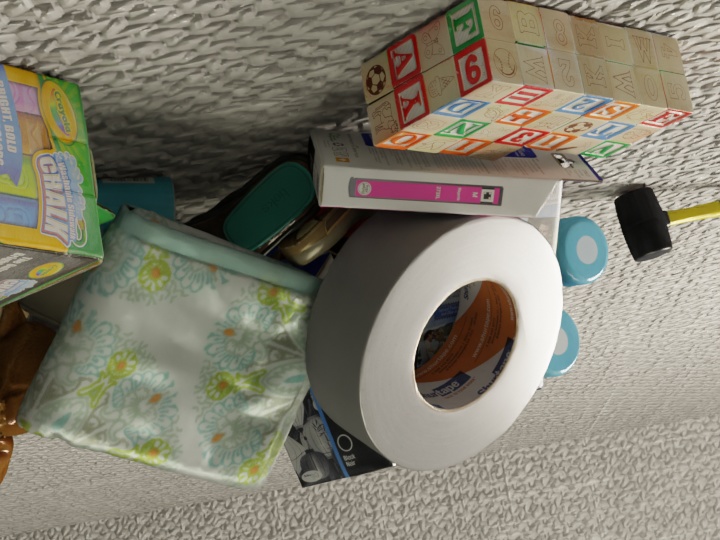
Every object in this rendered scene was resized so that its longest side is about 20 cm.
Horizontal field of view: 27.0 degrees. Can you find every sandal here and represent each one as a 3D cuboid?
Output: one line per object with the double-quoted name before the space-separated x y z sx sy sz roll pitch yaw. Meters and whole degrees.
"sandal" 0.005 -0.036 1.135 0.080 0.054 0.200 -35 -178 31

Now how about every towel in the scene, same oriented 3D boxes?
"towel" -0.118 0.060 1.054 0.200 0.171 0.048 22 -173 -34

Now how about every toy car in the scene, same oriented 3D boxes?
"toy car" 0.078 -0.003 1.326 0.200 0.177 0.184 33 157 -28

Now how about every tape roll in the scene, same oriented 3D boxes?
"tape roll" 0.057 0.044 1.103 0.200 0.201 0.066 5 -163 -44

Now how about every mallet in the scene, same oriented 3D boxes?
"mallet" 0.333 -0.048 1.410 0.200 0.066 0.041 -4 165 -21

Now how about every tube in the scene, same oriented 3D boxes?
"tube" -0.239 -0.046 1.110 0.200 0.050 0.077 0 157 -13

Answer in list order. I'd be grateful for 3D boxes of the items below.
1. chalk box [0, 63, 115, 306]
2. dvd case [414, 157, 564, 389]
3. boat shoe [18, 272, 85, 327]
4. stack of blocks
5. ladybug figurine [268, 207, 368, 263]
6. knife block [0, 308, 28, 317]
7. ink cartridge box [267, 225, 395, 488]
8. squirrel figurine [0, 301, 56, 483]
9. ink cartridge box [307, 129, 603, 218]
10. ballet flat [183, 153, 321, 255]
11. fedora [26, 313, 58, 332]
"chalk box" -0.244 -0.051 0.926 0.124 0.124 0.200 -21 163 33
"dvd case" 0.095 0.014 1.185 0.142 0.200 0.018 -10 -156 -32
"boat shoe" -0.172 0.016 1.122 0.200 0.067 0.057 9 -174 0
"stack of blocks" 0.114 -0.121 1.009 0.200 0.059 0.115 3 161 -40
"ladybug figurine" 0.000 0.000 1.226 0.200 0.136 0.072 10 160 15
"knife block" -0.324 0.055 1.384 0.175 0.064 0.200 -18 163 26
"ink cartridge box" -0.040 0.069 1.186 0.099 0.200 0.039 -20 -175 37
"squirrel figurine" -0.283 0.112 1.059 0.187 0.142 0.200 -38 177 -7
"ink cartridge box" 0.065 -0.070 1.072 0.200 0.037 0.095 1 -160 -7
"ballet flat" -0.101 -0.021 1.171 0.200 0.068 0.068 -31 180 15
"fedora" -0.219 0.041 1.248 0.090 0.200 0.177 36 122 -25
